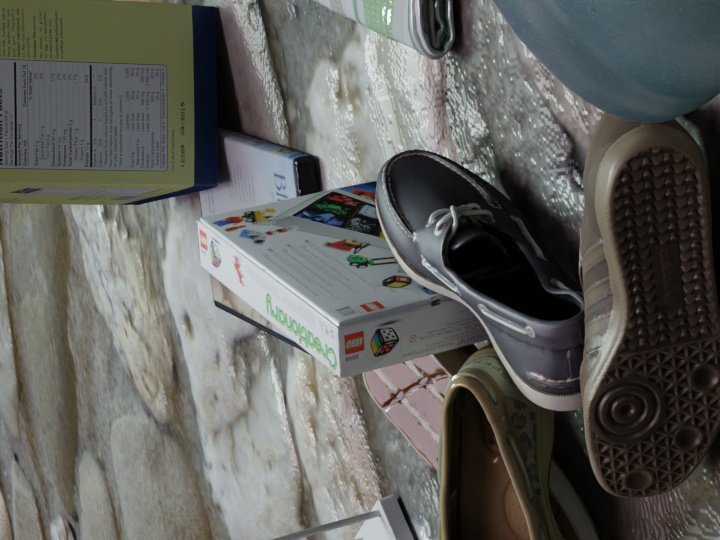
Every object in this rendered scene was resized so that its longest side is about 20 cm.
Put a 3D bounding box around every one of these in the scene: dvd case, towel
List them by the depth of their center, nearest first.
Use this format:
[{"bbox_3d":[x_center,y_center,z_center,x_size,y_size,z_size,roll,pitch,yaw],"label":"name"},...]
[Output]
[{"bbox_3d":[-0.004,-0.214,1.239,0.200,0.031,0.150,33,131,58],"label":"towel"},{"bbox_3d":[-0.072,-0.024,1.506,0.200,0.017,0.143,22,121,62],"label":"dvd case"}]

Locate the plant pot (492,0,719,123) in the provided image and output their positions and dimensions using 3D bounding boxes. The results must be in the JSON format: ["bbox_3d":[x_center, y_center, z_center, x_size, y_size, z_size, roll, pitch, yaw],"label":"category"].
[{"bbox_3d":[0.136,-0.169,0.777,0.134,0.200,0.201,-18,85,40],"label":"plant pot"}]

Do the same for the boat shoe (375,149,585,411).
[{"bbox_3d":[0.069,-0.012,1.111,0.200,0.072,0.063,52,163,39],"label":"boat shoe"}]

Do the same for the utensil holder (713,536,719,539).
[{"bbox_3d":[0.212,0.173,0.784,0.200,0.169,0.171,171,86,-68],"label":"utensil holder"}]

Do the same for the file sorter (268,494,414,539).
[{"bbox_3d":[-0.029,0.270,1.435,0.139,0.124,0.200,66,155,24],"label":"file sorter"}]

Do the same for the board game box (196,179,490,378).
[{"bbox_3d":[0.000,0.000,1.221,0.200,0.126,0.035,35,133,58],"label":"board game box"}]

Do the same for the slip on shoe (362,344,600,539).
[{"bbox_3d":[0.079,0.112,1.194,0.200,0.061,0.076,51,121,15],"label":"slip on shoe"}]

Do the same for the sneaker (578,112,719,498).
[{"bbox_3d":[0.139,0.012,1.014,0.076,0.070,0.201,-99,8,-62],"label":"sneaker"}]

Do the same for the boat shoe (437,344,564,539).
[{"bbox_3d":[0.070,0.143,1.130,0.073,0.063,0.201,-2,103,29],"label":"boat shoe"}]

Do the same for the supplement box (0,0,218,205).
[{"bbox_3d":[-0.231,-0.122,1.561,0.200,0.199,0.135,174,96,-66],"label":"supplement box"}]
